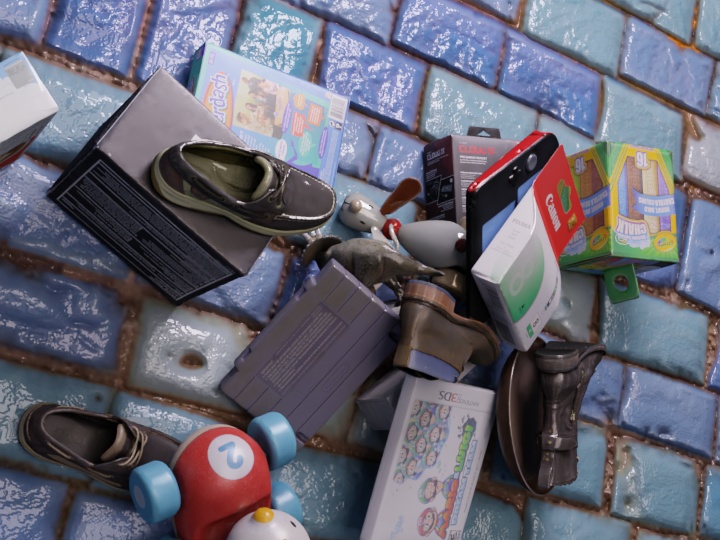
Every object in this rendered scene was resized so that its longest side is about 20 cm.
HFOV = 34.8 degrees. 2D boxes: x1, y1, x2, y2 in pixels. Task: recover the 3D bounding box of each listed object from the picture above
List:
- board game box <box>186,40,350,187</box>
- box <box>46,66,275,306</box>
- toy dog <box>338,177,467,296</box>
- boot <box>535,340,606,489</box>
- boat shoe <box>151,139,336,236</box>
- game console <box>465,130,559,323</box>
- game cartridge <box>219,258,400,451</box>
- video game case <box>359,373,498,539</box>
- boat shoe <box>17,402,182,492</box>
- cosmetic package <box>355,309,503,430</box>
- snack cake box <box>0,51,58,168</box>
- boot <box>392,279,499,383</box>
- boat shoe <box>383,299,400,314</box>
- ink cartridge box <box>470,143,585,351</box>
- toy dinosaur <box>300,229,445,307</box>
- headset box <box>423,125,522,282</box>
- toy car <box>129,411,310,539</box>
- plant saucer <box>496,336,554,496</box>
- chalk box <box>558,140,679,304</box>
[{"bbox_3d":[-0.118,-0.166,1.378,0.197,0.045,0.155,18,74,-26],"label":"board game box"},{"bbox_3d":[-0.204,-0.083,1.229,0.200,0.198,0.124,42,62,-17],"label":"box"},{"bbox_3d":[0.068,-0.042,1.386,0.196,0.096,0.134,2,76,4],"label":"toy dog"},{"bbox_3d":[0.263,0.184,1.473,0.199,0.068,0.178,-7,97,-60],"label":"boot"},{"bbox_3d":[-0.105,-0.083,1.132,0.198,0.066,0.073,13,72,-28],"label":"boat shoe"},{"bbox_3d":[0.182,-0.052,1.376,0.177,0.031,0.203,-41,139,-39],"label":"game console"},{"bbox_3d":[-0.054,0.097,1.322,0.129,0.038,0.200,41,100,-12],"label":"game cartridge"},{"bbox_3d":[0.087,0.232,1.374,0.181,0.023,0.203,17,89,-49],"label":"video game case"},{"bbox_3d":[-0.264,0.192,1.222,0.197,0.073,0.076,17,74,-25],"label":"boat shoe"},{"bbox_3d":[0.092,0.120,1.427,0.199,0.082,0.051,-38,103,-28],"label":"cosmetic package"},{"bbox_3d":[-0.383,-0.135,1.137,0.115,0.199,0.068,-37,99,-28],"label":"snack cake box"},{"bbox_3d":[0.095,0.095,1.323,0.200,0.074,0.098,39,64,-47],"label":"boot"},{"bbox_3d":[0.029,0.076,1.407,0.199,0.074,0.066,-16,95,-26],"label":"boat shoe"},{"bbox_3d":[0.221,-0.024,1.386,0.201,0.050,0.162,-51,144,-15],"label":"ink cartridge box"},{"bbox_3d":[0.000,0.000,1.337,0.077,0.198,0.104,-44,125,-38],"label":"toy dinosaur"},{"bbox_3d":[0.165,-0.087,1.504,0.147,0.077,0.204,2,82,-29],"label":"headset box"},{"bbox_3d":[-0.112,0.271,1.201,0.182,0.199,0.180,-19,117,-34],"label":"toy car"},{"bbox_3d":[0.217,0.185,1.470,0.199,0.032,0.204,17,70,-60],"label":"plant saucer"},{"bbox_3d":[0.349,-0.059,1.573,0.122,0.124,0.204,6,78,-28],"label":"chalk box"}]
